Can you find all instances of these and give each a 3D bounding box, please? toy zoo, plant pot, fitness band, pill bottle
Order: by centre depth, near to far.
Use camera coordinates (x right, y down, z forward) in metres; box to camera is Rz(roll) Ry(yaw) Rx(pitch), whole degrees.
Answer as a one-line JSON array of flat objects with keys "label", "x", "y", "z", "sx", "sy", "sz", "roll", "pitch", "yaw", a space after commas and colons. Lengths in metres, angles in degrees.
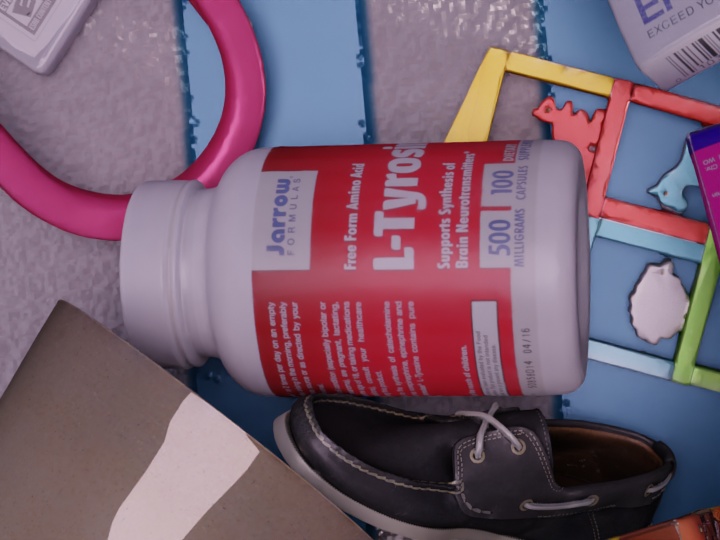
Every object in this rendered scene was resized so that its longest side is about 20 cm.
[{"label": "plant pot", "x": -0.119, "y": 0.148, "z": 0.916, "sx": 0.187, "sy": 0.187, "sz": 0.200, "roll": 38, "pitch": 81, "yaw": 3}, {"label": "pill bottle", "x": 0.000, "y": 0.000, "z": 0.943, "sx": 0.198, "sy": 0.112, "sz": 0.113, "roll": -1, "pitch": 91, "yaw": 10}, {"label": "fitness band", "x": -0.132, "y": -0.106, "z": 0.979, "sx": 0.144, "sy": 0.037, "sz": 0.200, "roll": -43, "pitch": 109, "yaw": -4}, {"label": "toy zoo", "x": 0.110, "y": -0.025, "z": 0.997, "sx": 0.199, "sy": 0.020, "sz": 0.132, "roll": 15, "pitch": 93, "yaw": 4}]

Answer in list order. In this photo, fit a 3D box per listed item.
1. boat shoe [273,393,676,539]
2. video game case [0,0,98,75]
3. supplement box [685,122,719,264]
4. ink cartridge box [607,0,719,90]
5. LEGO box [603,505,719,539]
[{"label": "boat shoe", "x": 0.052, "y": 0.082, "z": 0.940, "sx": 0.199, "sy": 0.072, "sz": 0.068, "roll": 17, "pitch": 121, "yaw": -30}, {"label": "video game case", "x": -0.171, "y": -0.226, "z": 1.014, "sx": 0.181, "sy": 0.023, "sz": 0.201, "roll": 34, "pitch": 95, "yaw": 3}, {"label": "supplement box", "x": 0.207, "y": 0.035, "z": 0.838, "sx": 0.103, "sy": 0.101, "sz": 0.201, "roll": -18, "pitch": 56, "yaw": 15}, {"label": "ink cartridge box", "x": 0.166, "y": -0.205, "z": 0.850, "sx": 0.199, "sy": 0.041, "sz": 0.201, "roll": -29, "pitch": 66, "yaw": 20}, {"label": "LEGO box", "x": 0.078, "y": 0.156, "z": 0.855, "sx": 0.199, "sy": 0.149, "sz": 0.078, "roll": -22, "pitch": 79, "yaw": 28}]
